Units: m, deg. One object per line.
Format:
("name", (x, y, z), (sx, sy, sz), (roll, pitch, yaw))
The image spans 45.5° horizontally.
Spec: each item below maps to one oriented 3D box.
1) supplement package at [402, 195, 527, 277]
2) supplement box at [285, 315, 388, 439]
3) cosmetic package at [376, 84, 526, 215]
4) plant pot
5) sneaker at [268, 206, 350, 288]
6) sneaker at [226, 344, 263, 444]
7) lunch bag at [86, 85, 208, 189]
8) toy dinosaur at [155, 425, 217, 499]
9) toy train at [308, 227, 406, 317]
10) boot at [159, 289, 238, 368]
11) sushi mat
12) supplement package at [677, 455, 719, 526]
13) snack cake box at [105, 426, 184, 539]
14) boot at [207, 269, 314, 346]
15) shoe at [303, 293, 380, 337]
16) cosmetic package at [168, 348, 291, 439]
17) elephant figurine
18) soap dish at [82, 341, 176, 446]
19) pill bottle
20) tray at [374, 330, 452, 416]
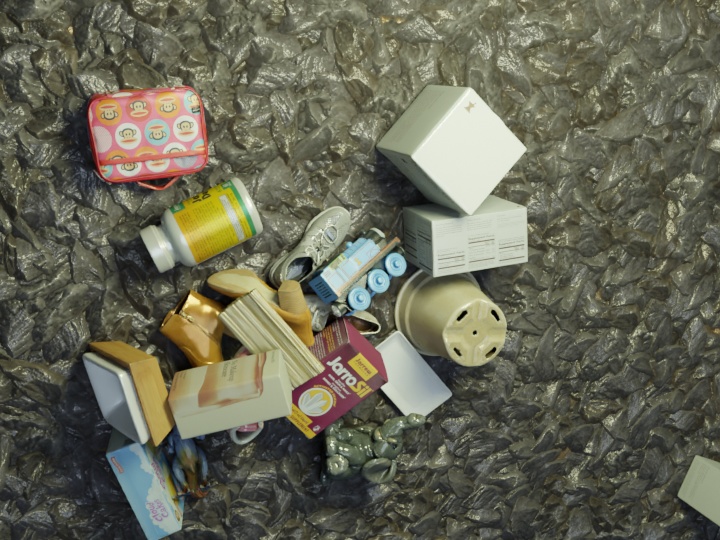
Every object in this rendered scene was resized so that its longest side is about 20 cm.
("supplement package", (0.202, -0.072, 1.681), (0.199, 0.156, 0.111), (-8, 106, -17))
("supplement box", (-0.066, 0.206, 1.654), (0.200, 0.103, 0.131), (-38, 116, 11))
("cosmetic package", (0.164, -0.230, 1.606), (0.167, 0.200, 0.166), (42, 88, -22))
("plant pot", (0.190, 0.101, 1.704), (0.199, 0.183, 0.202), (-4, 104, -17))
("sneaker", (-0.085, -0.034, 1.630), (0.075, 0.082, 0.200), (41, 88, -23))
("sneaker", (-0.208, 0.239, 1.612), (0.075, 0.105, 0.201), (6, 120, -29))
("lunch bag", (-0.368, -0.226, 1.492), (0.199, 0.082, 0.177), (-10, 110, -15))
("toy dinosaur", (-0.350, 0.337, 1.637), (0.105, 0.200, 0.182), (-14, 69, -26))
("toy train", (0.000, 0.000, 1.645), (0.200, 0.087, 0.114), (-43, 98, -26))
("boot", (-0.315, 0.147, 1.606), (0.144, 0.071, 0.202), (29, 85, -22))
("sushi mat", (-0.162, 0.129, 1.551), (0.096, 0.012, 0.200), (-35, 103, 24))
("supplement package", (0.879, 0.544, 2.040), (0.116, 0.200, 0.118), (21, 96, -22))
("snack cake box", (-0.398, 0.385, 1.603), (0.067, 0.115, 0.201), (-21, 110, -3))
("boot", (-0.186, 0.079, 1.596), (0.200, 0.071, 0.145), (8, 126, 22))
("shoe", (-0.052, 0.092, 1.688), (0.199, 0.053, 0.070), (13, 99, -21))
("cosmetic package", (-0.227, 0.217, 1.517), (0.199, 0.103, 0.088), (-13, 112, 0))
("elephant figurine", (0.023, 0.362, 1.731), (0.199, 0.155, 0.142), (-1, 81, -10))
("soap dish", (-0.409, 0.210, 1.526), (0.081, 0.200, 0.158), (-24, 110, -32))
("pill bottle", (-0.286, -0.076, 1.535), (0.199, 0.113, 0.113), (-27, 110, -10))
("tray", (0.093, 0.219, 1.779), (0.107, 0.022, 0.200), (-37, 112, 6))
